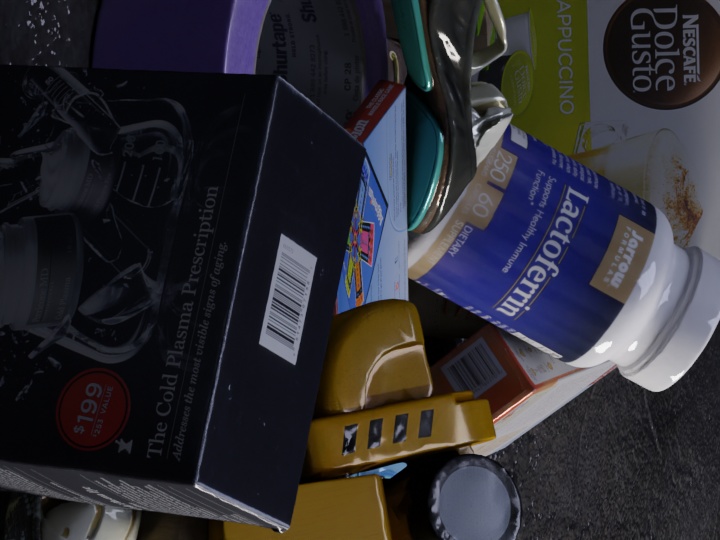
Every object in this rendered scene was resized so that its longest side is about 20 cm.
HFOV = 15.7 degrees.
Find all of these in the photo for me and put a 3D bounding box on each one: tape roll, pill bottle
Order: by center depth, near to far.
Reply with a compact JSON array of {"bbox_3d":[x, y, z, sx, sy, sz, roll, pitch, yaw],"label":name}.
[{"bbox_3d":[-0.064,-0.108,1.467,0.200,0.085,0.200,-17,109,-62],"label":"tape roll"},{"bbox_3d":[0.124,-0.010,1.638,0.116,0.200,0.116,-57,-167,21],"label":"pill bottle"}]

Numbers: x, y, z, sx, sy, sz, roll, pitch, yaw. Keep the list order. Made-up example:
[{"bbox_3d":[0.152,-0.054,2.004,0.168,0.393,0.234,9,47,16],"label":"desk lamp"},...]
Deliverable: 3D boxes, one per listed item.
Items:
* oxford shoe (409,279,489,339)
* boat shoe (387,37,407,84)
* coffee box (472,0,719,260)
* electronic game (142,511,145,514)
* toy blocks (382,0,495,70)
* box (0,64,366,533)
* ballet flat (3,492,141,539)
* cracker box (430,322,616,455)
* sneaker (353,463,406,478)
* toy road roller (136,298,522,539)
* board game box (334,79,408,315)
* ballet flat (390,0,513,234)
[{"bbox_3d":[0.056,0.012,1.742,0.200,0.074,0.071,4,90,-64],"label":"oxford shoe"},{"bbox_3d":[-0.010,-0.049,1.599,0.060,0.072,0.200,36,69,-47],"label":"boat shoe"},{"bbox_3d":[0.170,-0.123,1.768,0.200,0.198,0.200,-57,145,-70],"label":"coffee box"},{"bbox_3d":[-0.121,0.186,1.444,0.200,0.042,0.200,5,90,-65],"label":"electronic game"},{"bbox_3d":[0.013,-0.195,1.562,0.200,0.137,0.100,80,21,-69],"label":"toy blocks"},{"bbox_3d":[-0.115,0.011,1.267,0.104,0.182,0.200,35,62,-59],"label":"box"},{"bbox_3d":[-0.140,0.107,1.335,0.072,0.072,0.200,37,54,-60],"label":"ballet flat"},{"bbox_3d":[0.092,0.080,1.758,0.058,0.134,0.200,57,25,10],"label":"cracker box"},{"bbox_3d":[0.018,0.142,1.642,0.078,0.090,0.200,-105,-173,-66],"label":"sneaker"},{"bbox_3d":[-0.025,0.097,1.369,0.200,0.123,0.146,-9,83,-27],"label":"toy road roller"},{"bbox_3d":[0.000,0.000,1.511,0.103,0.019,0.200,-57,153,-46],"label":"board game box"},{"bbox_3d":[0.054,-0.106,1.508,0.068,0.068,0.200,-15,134,-17],"label":"ballet flat"}]
